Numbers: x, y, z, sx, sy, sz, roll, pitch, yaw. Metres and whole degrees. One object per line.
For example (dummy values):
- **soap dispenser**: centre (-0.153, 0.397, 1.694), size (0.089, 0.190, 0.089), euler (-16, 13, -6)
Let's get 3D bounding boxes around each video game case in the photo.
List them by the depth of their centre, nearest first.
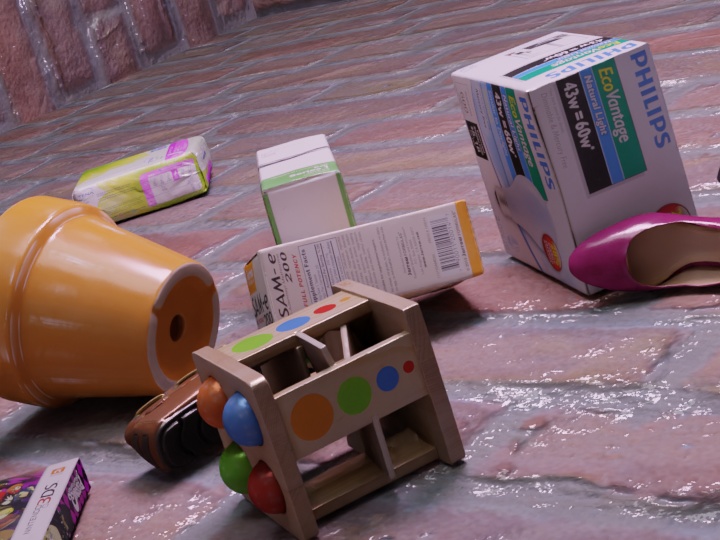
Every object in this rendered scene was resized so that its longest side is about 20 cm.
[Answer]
- **video game case**: centre (-0.321, 0.221, 1.201), size (0.198, 0.036, 0.181), euler (-16, 15, 5)

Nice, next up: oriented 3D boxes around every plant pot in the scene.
- **plant pot**: centre (-0.241, 0.039, 1.464), size (0.182, 0.202, 0.200), euler (9, 27, 26)

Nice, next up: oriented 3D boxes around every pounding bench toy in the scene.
- **pounding bench toy**: centre (-0.048, 0.096, 1.162), size (0.155, 0.125, 0.200), euler (-24, 18, -20)

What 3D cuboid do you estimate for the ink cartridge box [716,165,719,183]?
- **ink cartridge box**: centre (0.405, -0.044, 1.234), size (0.198, 0.047, 0.198), euler (14, 16, -5)

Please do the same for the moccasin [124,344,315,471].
- **moccasin**: centre (-0.110, 0.102, 1.313), size (0.201, 0.074, 0.077), euler (-36, 31, -27)

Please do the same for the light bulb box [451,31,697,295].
- **light bulb box**: centre (0.197, -0.105, 1.425), size (0.124, 0.200, 0.200), euler (-23, 16, -11)

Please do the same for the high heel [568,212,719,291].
- **high heel**: centre (0.270, -0.015, 1.278), size (0.198, 0.068, 0.096), euler (-11, 7, 11)

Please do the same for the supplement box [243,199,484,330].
- **supplement box**: centre (0.000, 0.000, 1.421), size (0.198, 0.074, 0.126), euler (-14, -4, -11)

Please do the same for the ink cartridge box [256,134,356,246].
- **ink cartridge box**: centre (-0.048, -0.047, 1.583), size (0.084, 0.147, 0.200), euler (-16, 17, 0)

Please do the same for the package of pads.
- **package of pads**: centre (-0.319, -0.130, 2.270), size (0.198, 0.069, 0.155), euler (-18, 15, 2)
